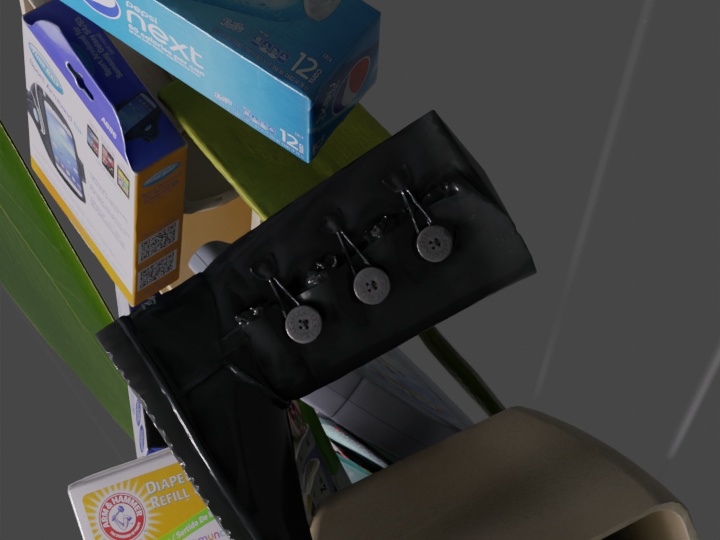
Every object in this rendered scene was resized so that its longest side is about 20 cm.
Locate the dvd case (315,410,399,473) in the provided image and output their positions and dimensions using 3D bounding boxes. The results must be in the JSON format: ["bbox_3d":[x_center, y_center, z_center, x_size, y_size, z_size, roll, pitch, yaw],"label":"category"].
[{"bbox_3d":[0.017,0.127,1.342,0.146,0.022,0.200,38,171,-13],"label":"dvd case"}]

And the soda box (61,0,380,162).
[{"bbox_3d":[-0.087,-0.143,1.036,0.199,0.064,0.068,33,158,13],"label":"soda box"}]

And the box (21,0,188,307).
[{"bbox_3d":[-0.148,-0.072,1.183,0.119,0.041,0.200,53,158,16],"label":"box"}]

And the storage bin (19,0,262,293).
[{"bbox_3d":[-0.123,-0.085,1.317,0.199,0.093,0.200,54,164,15],"label":"storage bin"}]

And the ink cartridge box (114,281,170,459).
[{"bbox_3d":[-0.115,0.047,1.400,0.044,0.093,0.201,109,154,-49],"label":"ink cartridge box"}]

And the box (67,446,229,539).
[{"bbox_3d":[-0.075,0.195,1.153,0.112,0.101,0.201,-2,-107,-78],"label":"box"}]

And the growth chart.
[{"bbox_3d":[-0.019,0.164,1.169,0.201,0.018,0.145,-94,-18,-50],"label":"growth chart"}]

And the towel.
[{"bbox_3d":[-0.022,-0.053,1.079,0.200,0.086,0.018,48,162,32],"label":"towel"}]

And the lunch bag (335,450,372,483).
[{"bbox_3d":[0.033,0.200,1.332,0.199,0.077,0.160,28,167,34],"label":"lunch bag"}]

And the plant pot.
[{"bbox_3d":[0.077,0.189,1.082,0.177,0.199,0.201,-119,4,-60],"label":"plant pot"}]

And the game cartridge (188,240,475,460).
[{"bbox_3d":[-0.004,0.060,1.194,0.133,0.042,0.200,39,-176,42],"label":"game cartridge"}]

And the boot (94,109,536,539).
[{"bbox_3d":[-0.002,0.041,0.986,0.165,0.199,0.066,58,174,-13],"label":"boot"}]
